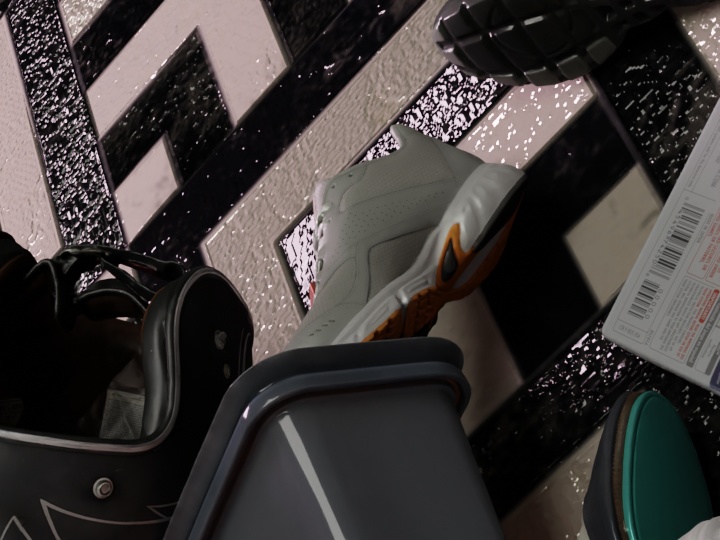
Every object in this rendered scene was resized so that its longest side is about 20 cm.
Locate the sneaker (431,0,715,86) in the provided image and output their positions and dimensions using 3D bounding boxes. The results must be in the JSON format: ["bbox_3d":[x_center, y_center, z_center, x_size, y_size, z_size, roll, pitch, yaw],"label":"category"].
[{"bbox_3d":[0.126,-0.158,1.065,0.199,0.075,0.080,-20,43,32],"label":"sneaker"}]

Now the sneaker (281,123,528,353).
[{"bbox_3d":[0.000,0.000,1.025,0.200,0.091,0.076,-46,-21,-42],"label":"sneaker"}]

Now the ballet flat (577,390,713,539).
[{"bbox_3d":[0.122,0.147,0.881,0.073,0.073,0.201,-35,48,31],"label":"ballet flat"}]

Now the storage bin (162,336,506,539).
[{"bbox_3d":[0.002,0.149,0.961,0.135,0.144,0.201,64,144,34],"label":"storage bin"}]

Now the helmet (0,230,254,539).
[{"bbox_3d":[-0.150,0.089,1.064,0.199,0.200,0.192,-11,50,45],"label":"helmet"}]

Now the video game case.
[{"bbox_3d":[0.214,-0.030,0.915,0.182,0.023,0.201,27,89,53],"label":"video game case"}]

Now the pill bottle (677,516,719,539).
[{"bbox_3d":[0.210,0.092,0.774,0.200,0.111,0.112,-39,44,28],"label":"pill bottle"}]

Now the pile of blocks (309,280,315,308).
[{"bbox_3d":[-0.018,0.030,1.115,0.082,0.062,0.202,16,81,52],"label":"pile of blocks"}]
